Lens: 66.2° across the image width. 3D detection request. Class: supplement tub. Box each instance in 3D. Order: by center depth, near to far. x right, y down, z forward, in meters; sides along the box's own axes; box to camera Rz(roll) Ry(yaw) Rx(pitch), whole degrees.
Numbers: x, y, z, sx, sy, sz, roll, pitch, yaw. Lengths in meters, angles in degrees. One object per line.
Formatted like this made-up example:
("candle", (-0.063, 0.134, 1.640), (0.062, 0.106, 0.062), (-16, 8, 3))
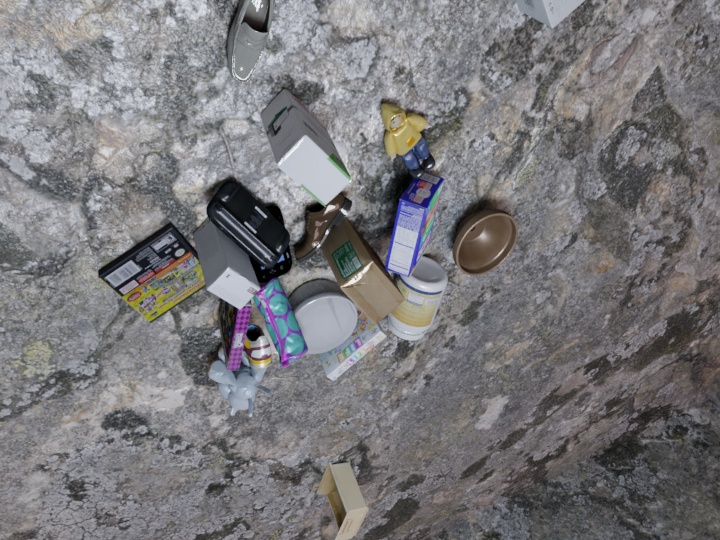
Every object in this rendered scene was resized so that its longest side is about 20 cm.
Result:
("supplement tub", (0.154, 0.079, 1.550), (0.140, 0.146, 0.205), (-2, 127, -24))

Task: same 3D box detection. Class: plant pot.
("plant pot", (0.332, -0.095, 1.536), (0.195, 0.094, 0.205), (-14, 132, -15))

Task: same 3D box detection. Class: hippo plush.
("hippo plush", (-0.311, 0.299, 1.499), (0.159, 0.199, 0.162), (-43, 163, -31))

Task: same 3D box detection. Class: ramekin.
("ramekin", (-0.112, 0.118, 1.483), (0.196, 0.095, 0.207), (-13, 131, -16))

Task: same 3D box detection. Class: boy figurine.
("boy figurine", (0.109, -0.310, 1.271), (0.123, 0.065, 0.201), (-33, 137, 6))

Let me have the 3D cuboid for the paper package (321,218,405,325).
("paper package", (0.000, 0.000, 1.372), (0.102, 0.202, 0.191), (-37, 133, 7))

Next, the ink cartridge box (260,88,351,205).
("ink cartridge box", (-0.113, -0.251, 1.113), (0.084, 0.202, 0.145), (-39, 133, 15))

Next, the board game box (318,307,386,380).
("board game box", (-0.033, 0.194, 1.557), (0.199, 0.136, 0.034), (-41, 134, 9))

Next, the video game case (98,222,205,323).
("video game case", (-0.461, 0.011, 1.269), (0.197, 0.026, 0.182), (-33, 133, 0))

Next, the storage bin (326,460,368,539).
("storage bin", (-0.072, 0.847, 2.021), (0.091, 0.202, 0.203), (1, 127, -29))

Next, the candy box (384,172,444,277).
("candy box", (0.135, -0.114, 1.371), (0.075, 0.170, 0.204), (20, 128, 12))

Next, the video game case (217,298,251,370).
("video game case", (-0.301, 0.098, 1.309), (0.035, 0.183, 0.204), (1, 129, -25))

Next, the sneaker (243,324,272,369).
("sneaker", (-0.281, 0.170, 1.392), (0.073, 0.197, 0.093), (-14, 113, -38))

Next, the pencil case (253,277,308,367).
("pencil case", (-0.200, 0.127, 1.357), (0.083, 0.205, 0.092), (-23, -178, 22))

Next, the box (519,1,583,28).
("box", (0.425, -0.622, 1.134), (0.198, 0.126, 0.097), (-39, 134, 9))

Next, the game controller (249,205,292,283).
("game controller", (-0.222, -0.061, 1.319), (0.101, 0.043, 0.204), (-18, 133, -13))

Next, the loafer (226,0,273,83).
("loafer", (-0.199, -0.439, 1.004), (0.068, 0.070, 0.204), (2, 125, -27))

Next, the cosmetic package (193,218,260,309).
("cosmetic package", (-0.295, -0.021, 1.204), (0.074, 0.202, 0.101), (-41, 133, 11))

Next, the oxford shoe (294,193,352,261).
("oxford shoe", (-0.109, -0.111, 1.328), (0.083, 0.073, 0.202), (30, 108, -23))

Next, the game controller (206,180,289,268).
("game controller", (-0.242, -0.100, 1.215), (0.042, 0.106, 0.200), (-13, 130, 48))
